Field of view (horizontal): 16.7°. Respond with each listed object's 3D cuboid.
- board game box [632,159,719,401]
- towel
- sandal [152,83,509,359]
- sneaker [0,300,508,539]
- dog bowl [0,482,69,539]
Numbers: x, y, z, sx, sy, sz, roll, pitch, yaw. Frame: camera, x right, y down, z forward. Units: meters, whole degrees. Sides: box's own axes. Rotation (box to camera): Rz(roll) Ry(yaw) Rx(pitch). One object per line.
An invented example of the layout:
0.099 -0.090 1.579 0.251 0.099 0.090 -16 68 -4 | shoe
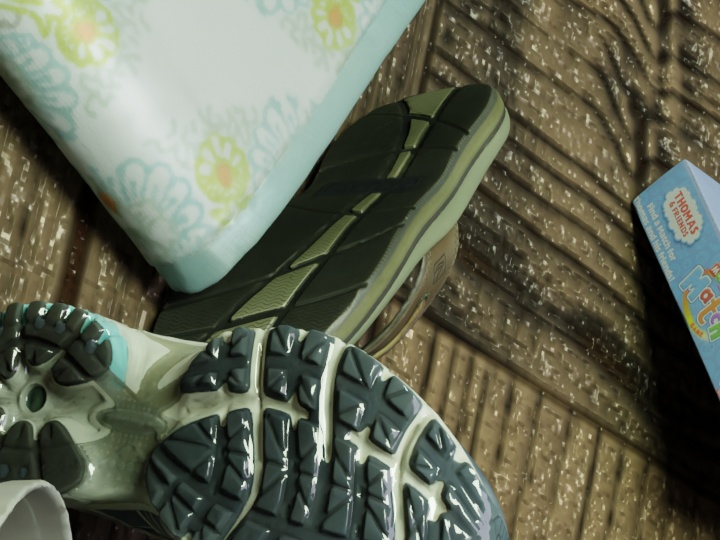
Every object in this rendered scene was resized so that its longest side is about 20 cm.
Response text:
0.210 0.054 1.062 0.200 0.037 0.152 30 30 -39 | board game box
-0.060 -0.118 0.853 0.171 0.048 0.200 51 49 -23 | towel
0.001 0.000 0.873 0.201 0.079 0.058 -45 128 -43 | sandal
-0.030 0.056 0.741 0.086 0.199 0.078 25 83 -53 | sneaker
-0.127 0.148 0.627 0.200 0.058 0.201 10 90 -86 | dog bowl
